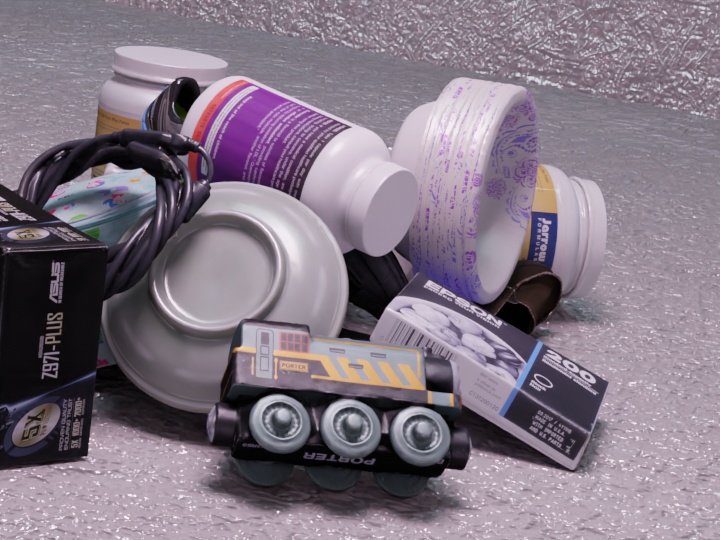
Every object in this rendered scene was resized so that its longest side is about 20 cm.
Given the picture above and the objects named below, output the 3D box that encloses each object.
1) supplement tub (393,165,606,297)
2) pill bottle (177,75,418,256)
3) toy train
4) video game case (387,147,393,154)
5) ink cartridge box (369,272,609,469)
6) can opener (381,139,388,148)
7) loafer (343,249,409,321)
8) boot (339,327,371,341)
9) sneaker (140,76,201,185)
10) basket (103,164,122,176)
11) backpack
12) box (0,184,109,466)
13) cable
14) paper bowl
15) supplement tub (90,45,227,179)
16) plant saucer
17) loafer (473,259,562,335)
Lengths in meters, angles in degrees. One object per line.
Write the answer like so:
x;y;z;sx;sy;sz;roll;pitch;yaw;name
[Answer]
0.140;-0.040;1.954;0.198;0.146;0.144;4;15;-15;supplement tub
-0.052;-0.083;1.606;0.199;0.113;0.112;26;21;31;pill bottle
-0.015;0.099;1.399;0.198;0.085;0.115;6;58;-11;toy train
-0.011;-0.046;1.837;0.018;0.144;0.200;38;-4;2;video game case
0.116;0.074;1.613;0.197;0.044;0.200;31;16;4;ink cartridge box
-0.025;-0.090;1.830;0.067;0.053;0.199;56;27;15;can opener
0.000;0.000;1.724;0.070;0.201;0.068;-27;35;1;loafer
-0.023;0.059;1.657;0.198;0.066;0.165;11;24;27;boot
-0.136;-0.099;1.750;0.070;0.083;0.200;-5;51;-45;sneaker
-0.154;-0.043;1.872;0.198;0.125;0.136;7;15;-1;basket
-0.210;0.002;1.611;0.176;0.152;0.200;-15;24;2;backpack
-0.279;0.034;1.423;0.085;0.166;0.199;-3;19;-37;box
-0.211;-0.041;1.502;0.199;0.164;0.051;8;-26;38;cable
0.089;-0.076;1.744;0.103;0.203;0.200;11;14;18;paper bowl
-0.212;-0.128;2.013;0.143;0.202;0.145;7;14;-2;supplement tub
-0.109;0.010;1.476;0.198;0.202;0.050;11;-26;11;plant saucer
0.141;0.048;1.818;0.071;0.074;0.199;22;29;32;loafer
